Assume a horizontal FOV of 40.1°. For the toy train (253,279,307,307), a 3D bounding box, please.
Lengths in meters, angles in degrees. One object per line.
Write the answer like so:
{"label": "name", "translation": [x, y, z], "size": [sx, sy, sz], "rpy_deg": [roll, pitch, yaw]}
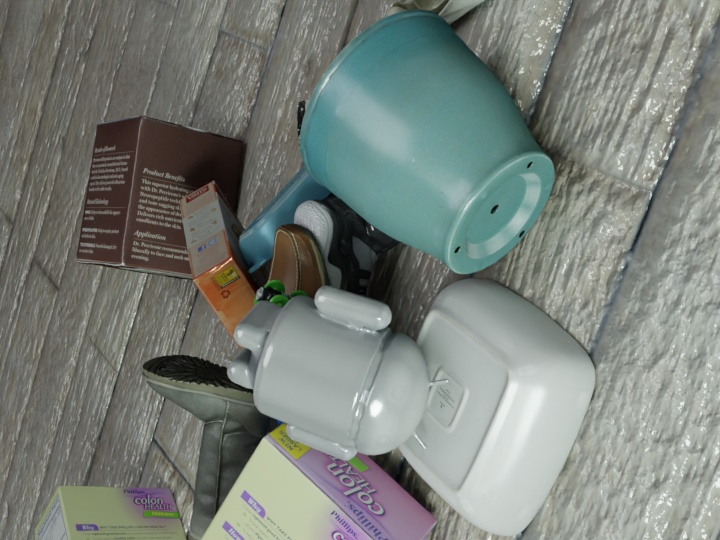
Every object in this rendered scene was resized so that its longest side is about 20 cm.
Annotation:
{"label": "toy train", "translation": [-0.027, 0.069, 0.999], "size": [0.057, 0.197, 0.042], "rpy_deg": [-56, 29, 17]}

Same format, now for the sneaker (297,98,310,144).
{"label": "sneaker", "translation": [-0.025, -0.183, 1.170], "size": [0.199, 0.071, 0.074], "rpy_deg": [167, 98, -64]}

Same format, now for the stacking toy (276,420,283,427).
{"label": "stacking toy", "translation": [-0.060, 0.145, 1.130], "size": [0.085, 0.084, 0.204], "rpy_deg": [-21, 59, 48]}

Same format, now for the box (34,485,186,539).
{"label": "box", "translation": [-0.323, 0.400, 1.322], "size": [0.097, 0.173, 0.202], "rpy_deg": [-54, 45, 27]}

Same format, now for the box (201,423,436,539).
{"label": "box", "translation": [-0.053, 0.277, 0.997], "size": [0.175, 0.096, 0.202], "rpy_deg": [39, 118, 15]}

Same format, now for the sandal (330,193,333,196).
{"label": "sandal", "translation": [-0.053, -0.027, 1.166], "size": [0.208, 0.058, 0.080], "rpy_deg": [-54, 45, 30]}

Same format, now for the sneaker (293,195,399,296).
{"label": "sneaker", "translation": [0.000, 0.000, 1.081], "size": [0.075, 0.113, 0.203], "rpy_deg": [30, 141, 49]}

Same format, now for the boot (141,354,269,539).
{"label": "boot", "translation": [-0.180, 0.213, 1.150], "size": [0.178, 0.072, 0.204], "rpy_deg": [15, 112, 17]}

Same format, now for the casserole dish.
{"label": "casserole dish", "translation": [-0.072, -0.081, 1.126], "size": [0.201, 0.039, 0.121], "rpy_deg": [-51, 11, -24]}

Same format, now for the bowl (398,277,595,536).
{"label": "bowl", "translation": [0.104, 0.123, 0.919], "size": [0.200, 0.074, 0.203], "rpy_deg": [40, 114, 47]}

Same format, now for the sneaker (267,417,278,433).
{"label": "sneaker", "translation": [-0.116, 0.145, 1.188], "size": [0.074, 0.085, 0.205], "rpy_deg": [14, 92, 53]}

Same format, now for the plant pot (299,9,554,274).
{"label": "plant pot", "translation": [0.075, -0.107, 0.928], "size": [0.188, 0.198, 0.202], "rpy_deg": [45, 118, 29]}

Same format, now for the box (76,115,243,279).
{"label": "box", "translation": [-0.283, -0.096, 1.391], "size": [0.163, 0.163, 0.205], "rpy_deg": [3, 84, 52]}

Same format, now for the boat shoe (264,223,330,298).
{"label": "boat shoe", "translation": [-0.077, 0.056, 1.029], "size": [0.075, 0.073, 0.205], "rpy_deg": [23, 120, 51]}

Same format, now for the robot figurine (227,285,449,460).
{"label": "robot figurine", "translation": [-0.021, 0.095, 0.897], "size": [0.196, 0.113, 0.172], "rpy_deg": [20, 122, 10]}

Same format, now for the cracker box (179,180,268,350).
{"label": "cracker box", "translation": [-0.157, -0.003, 1.195], "size": [0.057, 0.135, 0.201], "rpy_deg": [-29, 34, 2]}

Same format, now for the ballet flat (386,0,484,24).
{"label": "ballet flat", "translation": [0.068, -0.281, 1.063], "size": [0.199, 0.068, 0.071], "rpy_deg": [-33, 57, 44]}
